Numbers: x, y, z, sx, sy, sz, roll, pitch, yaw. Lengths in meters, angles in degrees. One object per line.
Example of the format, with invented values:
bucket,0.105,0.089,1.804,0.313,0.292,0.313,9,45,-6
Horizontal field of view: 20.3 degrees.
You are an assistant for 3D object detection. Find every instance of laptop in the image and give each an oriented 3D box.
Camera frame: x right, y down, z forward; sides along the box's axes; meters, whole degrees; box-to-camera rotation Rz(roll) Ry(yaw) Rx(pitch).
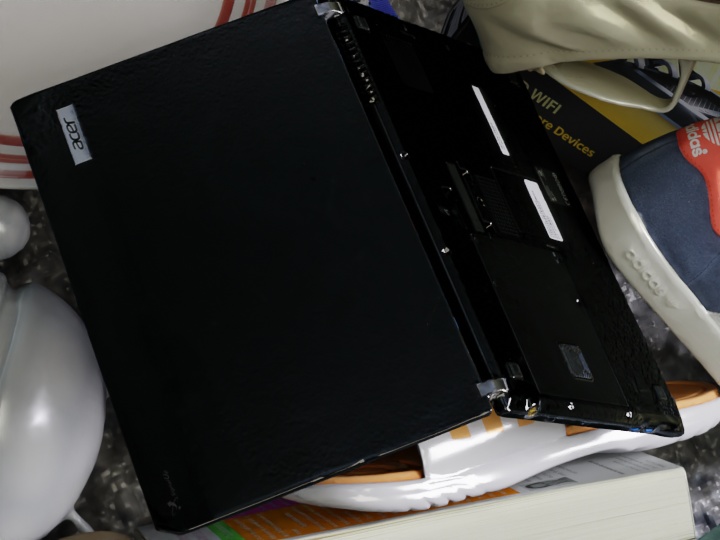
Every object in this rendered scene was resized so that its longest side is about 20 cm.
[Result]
laptop,0.000,0.000,0.737,0.103,0.200,0.178,-36,63,28

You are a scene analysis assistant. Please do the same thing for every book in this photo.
book,0.015,0.103,0.801,0.199,0.134,0.048,-12,97,-11

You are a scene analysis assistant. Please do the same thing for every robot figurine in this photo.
robot figurine,-0.184,0.046,0.768,0.199,0.113,0.171,17,97,-11

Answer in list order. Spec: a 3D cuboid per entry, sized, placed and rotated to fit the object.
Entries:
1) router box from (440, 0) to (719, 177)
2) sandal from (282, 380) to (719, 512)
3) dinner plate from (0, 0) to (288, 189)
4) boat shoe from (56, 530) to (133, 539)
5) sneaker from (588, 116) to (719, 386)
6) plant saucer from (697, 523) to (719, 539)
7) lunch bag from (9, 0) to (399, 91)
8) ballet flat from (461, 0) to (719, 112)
router box,0.153,-0.094,0.830,0.199,0.157,0.052,31,38,-10
sandal,0.053,0.049,0.787,0.206,0.079,0.060,-11,96,-33
dinner plate,-0.125,-0.120,0.802,0.199,0.024,0.201,-1,65,1
boat shoe,-0.166,0.169,0.760,0.199,0.072,0.068,-28,52,10
sneaker,0.178,0.011,0.820,0.084,0.075,0.200,-31,129,21
plant saucer,0.160,0.142,0.824,0.199,0.200,0.036,-30,61,-12
lunch bag,-0.042,-0.048,0.826,0.150,0.094,0.201,-24,79,-13
ballet flat,0.135,-0.090,0.760,0.199,0.069,0.070,8,87,17
